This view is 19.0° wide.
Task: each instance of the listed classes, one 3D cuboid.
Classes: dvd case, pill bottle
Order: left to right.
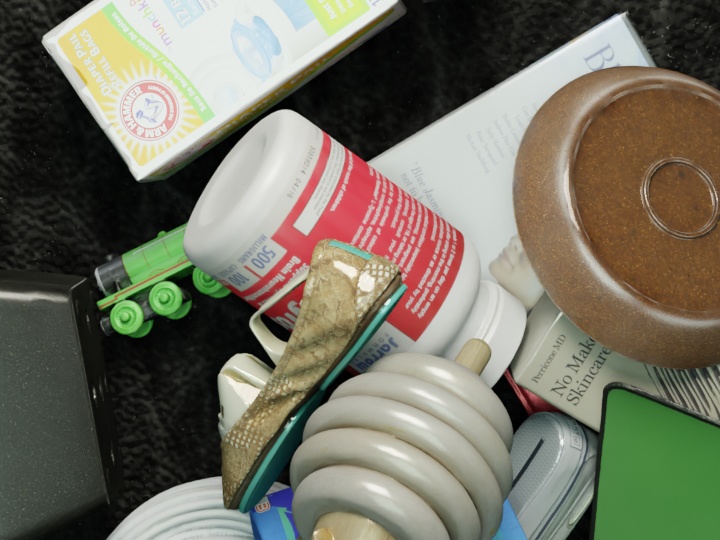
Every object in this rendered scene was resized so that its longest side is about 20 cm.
[{"bbox_3d":[0.000,0.000,1.324,0.200,0.112,0.112,35,95,-17],"label":"pill bottle"},{"bbox_3d":[0.121,-0.056,1.392,0.199,0.018,0.143,-30,90,5],"label":"dvd case"}]

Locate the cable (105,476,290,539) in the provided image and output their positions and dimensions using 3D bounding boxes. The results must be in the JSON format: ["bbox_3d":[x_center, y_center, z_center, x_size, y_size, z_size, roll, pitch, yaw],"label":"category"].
[{"bbox_3d":[-0.086,0.235,1.397,0.199,0.069,0.201,-25,91,5],"label":"cable"}]

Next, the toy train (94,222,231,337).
[{"bbox_3d":[-0.085,-0.017,1.399,0.199,0.042,0.057,-25,82,5],"label":"toy train"}]

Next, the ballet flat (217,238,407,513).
[{"bbox_3d":[-0.044,0.058,1.269,0.065,0.071,0.200,37,118,6],"label":"ballet flat"}]

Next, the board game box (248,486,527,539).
[{"bbox_3d":[0.034,0.201,1.285,0.151,0.045,0.200,-18,51,-10],"label":"board game box"}]

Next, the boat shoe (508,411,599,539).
[{"bbox_3d":[0.094,0.182,1.382,0.067,0.074,0.200,23,114,-36],"label":"boat shoe"}]

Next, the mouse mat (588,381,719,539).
[{"bbox_3d":[0.214,0.164,1.322,0.160,0.008,0.201,22,137,23],"label":"mouse mat"}]

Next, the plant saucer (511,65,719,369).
[{"bbox_3d":[0.190,-0.040,1.322,0.199,0.034,0.201,7,68,-17],"label":"plant saucer"}]

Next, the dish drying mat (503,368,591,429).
[{"bbox_3d":[0.188,0.035,1.393,0.200,0.018,0.077,-31,92,6],"label":"dish drying mat"}]

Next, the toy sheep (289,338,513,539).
[{"bbox_3d":[0.025,0.115,1.235,0.137,0.138,0.200,25,55,2],"label":"toy sheep"}]

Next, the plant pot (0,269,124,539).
[{"bbox_3d":[-0.247,0.089,1.345,0.177,0.200,0.201,-10,92,-3],"label":"plant pot"}]

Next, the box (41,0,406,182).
[{"bbox_3d":[-0.083,-0.154,1.358,0.200,0.101,0.113,-33,90,5],"label":"box"}]

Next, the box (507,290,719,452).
[{"bbox_3d":[0.195,0.079,1.353,0.199,0.068,0.082,29,100,-7],"label":"box"}]

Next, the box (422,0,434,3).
[{"bbox_3d":[0.025,-0.269,1.316,0.048,0.158,0.201,-20,92,3],"label":"box"}]
